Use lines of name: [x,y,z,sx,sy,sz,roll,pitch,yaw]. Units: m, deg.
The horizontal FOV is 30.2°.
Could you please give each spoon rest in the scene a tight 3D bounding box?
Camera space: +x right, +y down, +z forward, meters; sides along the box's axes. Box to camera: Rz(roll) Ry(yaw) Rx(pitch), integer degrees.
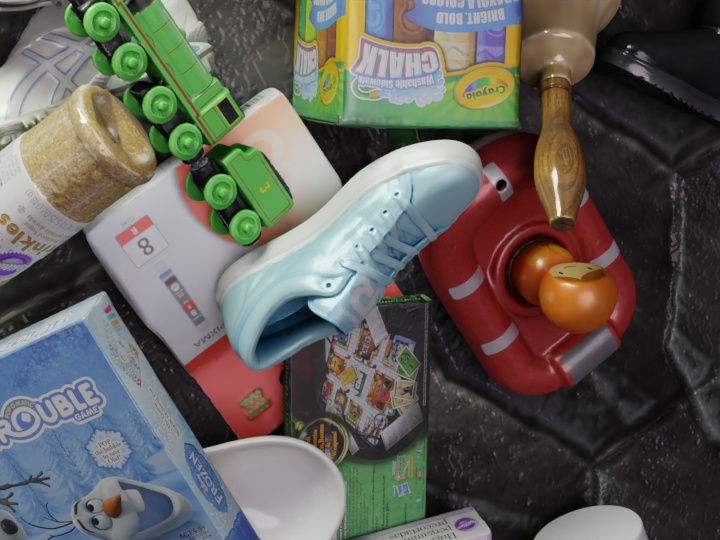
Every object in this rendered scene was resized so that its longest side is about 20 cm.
spoon rest: [-0.105,0.139,0.889,0.199,0.061,0.100,21,105,-9]

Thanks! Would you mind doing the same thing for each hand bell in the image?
hand bell: [0.126,-0.111,0.864,0.104,0.104,0.201,17,52,-19]

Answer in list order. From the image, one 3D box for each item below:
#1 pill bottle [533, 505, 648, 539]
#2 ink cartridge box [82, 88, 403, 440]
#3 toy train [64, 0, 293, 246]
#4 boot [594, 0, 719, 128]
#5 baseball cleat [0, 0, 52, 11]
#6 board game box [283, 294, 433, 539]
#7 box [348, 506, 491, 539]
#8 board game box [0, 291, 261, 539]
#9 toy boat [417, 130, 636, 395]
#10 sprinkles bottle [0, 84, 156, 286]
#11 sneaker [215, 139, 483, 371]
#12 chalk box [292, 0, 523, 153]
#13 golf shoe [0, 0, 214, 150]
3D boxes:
pill bottle: [0.197,0.284,1.000,0.112,0.112,0.201,-23,105,-13]
ink cartridge box: [-0.069,0.004,0.905,0.162,0.050,0.200,-37,104,-9]
toy train: [-0.106,-0.099,0.813,0.056,0.042,0.200,-43,123,-17]
boot: [0.265,-0.214,0.961,0.164,0.066,0.201,16,99,-36]
baseball cleat: [-0.258,-0.183,0.778,0.199,0.107,0.070,-12,116,-10]
board game box: [-0.003,0.117,0.942,0.104,0.023,0.201,-4,108,-18]
box: [-0.004,0.216,0.940,0.199,0.039,0.042,-12,113,-14]
board game box: [-0.194,0.139,0.839,0.199,0.043,0.200,-24,106,20]
toy boat: [0.127,0.003,0.913,0.130,0.131,0.200,-39,117,-9]
sprinkles bottle: [-0.217,-0.029,0.800,0.200,0.068,0.068,-34,109,18]
sneaker: [0.000,0.000,0.839,0.200,0.082,0.074,-35,136,18]
chalk box: [0.027,-0.150,0.871,0.123,0.125,0.201,0,97,-18]
golf shoe: [-0.195,-0.129,0.842,0.199,0.078,0.098,-24,88,-19]
